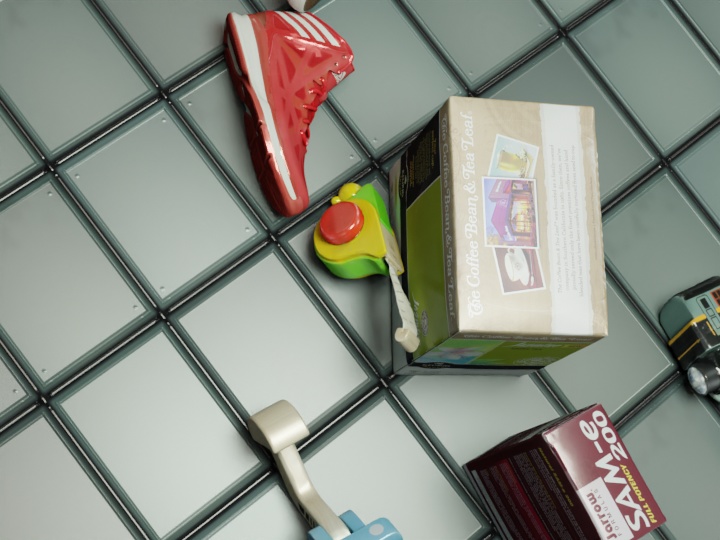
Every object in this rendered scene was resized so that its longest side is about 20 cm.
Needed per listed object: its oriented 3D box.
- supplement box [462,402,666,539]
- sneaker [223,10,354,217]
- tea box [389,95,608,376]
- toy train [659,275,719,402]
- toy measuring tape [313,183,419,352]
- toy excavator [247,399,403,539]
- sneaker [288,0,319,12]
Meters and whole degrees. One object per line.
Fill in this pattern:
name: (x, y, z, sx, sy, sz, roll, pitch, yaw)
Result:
supplement box: (0.164, 0.184, 1.094, 0.061, 0.200, 0.109, -27, 84, -19)
sneaker: (-0.048, -0.153, 1.196, 0.115, 0.078, 0.200, -13, 80, -15)
tea box: (0.112, -0.021, 1.137, 0.133, 0.197, 0.200, 2, 76, -13)
toy train: (0.385, 0.047, 1.251, 0.200, 0.085, 0.114, -22, 72, -18)
toy measuring tape: (0.000, 0.000, 1.151, 0.073, 0.074, 0.200, -1, 48, -14)
toy excavator: (-0.022, 0.228, 1.096, 0.100, 0.200, 0.195, -28, 128, -19)
sneaker: (-0.049, -0.328, 1.244, 0.085, 0.073, 0.200, 22, 57, -3)
